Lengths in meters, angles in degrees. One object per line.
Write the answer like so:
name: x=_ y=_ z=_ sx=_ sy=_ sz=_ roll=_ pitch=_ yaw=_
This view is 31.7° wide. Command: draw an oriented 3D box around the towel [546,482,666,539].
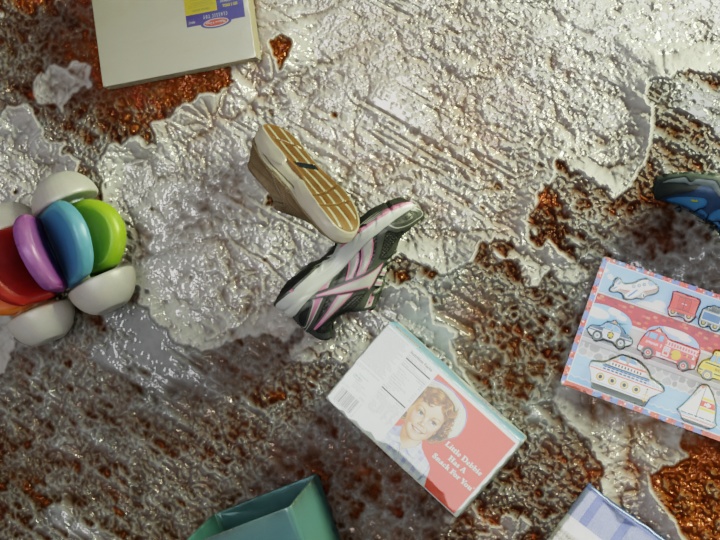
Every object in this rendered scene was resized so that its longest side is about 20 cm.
towel: x=0.254 y=0.357 z=1.398 sx=0.147 sy=0.024 sz=0.200 roll=35 pitch=95 yaw=14

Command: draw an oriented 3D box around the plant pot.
plant pot: x=-0.085 y=0.360 z=1.423 sx=0.141 sy=0.141 sz=0.201 roll=-23 pitch=91 yaw=12

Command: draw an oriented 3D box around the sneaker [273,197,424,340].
sneaker: x=0.000 y=0.000 z=1.449 sx=0.200 sy=0.080 sz=0.086 roll=-40 pitch=101 yaw=10

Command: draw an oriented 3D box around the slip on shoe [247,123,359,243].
slip on shoe: x=-0.071 y=-0.087 z=1.434 sx=0.200 sy=0.076 sz=0.061 roll=50 pitch=117 yaw=34

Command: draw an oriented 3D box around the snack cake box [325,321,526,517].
snack cake box: x=0.074 y=0.164 z=1.421 sx=0.200 sy=0.067 sz=0.115 roll=42 pitch=96 yaw=10

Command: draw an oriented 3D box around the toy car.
toy car: x=-0.375 y=-0.015 z=1.488 sx=0.199 sy=0.150 sz=0.176 roll=-26 pitch=83 yaw=11

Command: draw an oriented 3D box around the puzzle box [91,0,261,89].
puzzle box: x=-0.223 y=-0.300 z=1.522 sx=0.199 sy=0.025 sz=0.134 roll=-8 pitch=87 yaw=13

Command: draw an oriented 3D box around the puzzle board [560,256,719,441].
puzzle board: x=0.337 y=0.087 z=1.387 sx=0.199 sy=0.017 sz=0.151 roll=19 pitch=93 yaw=13

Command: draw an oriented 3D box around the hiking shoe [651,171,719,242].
hiking shoe: x=0.403 y=-0.050 z=1.344 sx=0.199 sy=0.074 sz=0.087 roll=16 pitch=92 yaw=13
